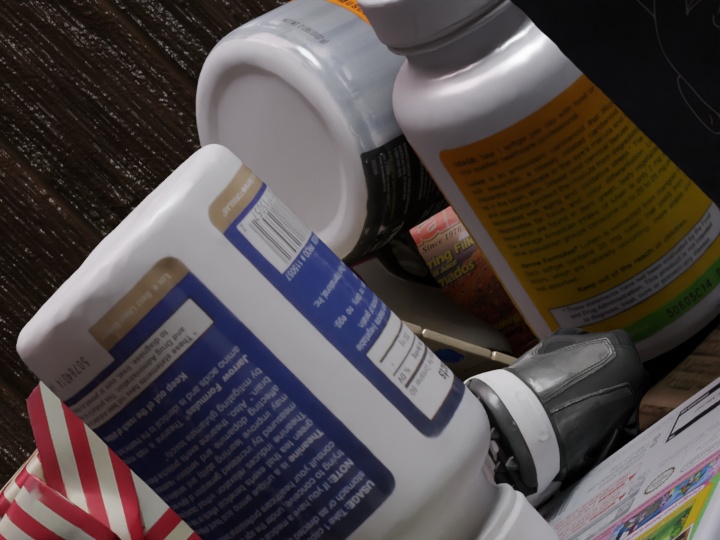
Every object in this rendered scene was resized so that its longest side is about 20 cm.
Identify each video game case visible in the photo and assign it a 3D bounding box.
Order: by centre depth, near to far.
[{"bbox_3d":[0.079,0.119,1.035,0.200,0.022,0.182,-40,8,36],"label":"video game case"}]

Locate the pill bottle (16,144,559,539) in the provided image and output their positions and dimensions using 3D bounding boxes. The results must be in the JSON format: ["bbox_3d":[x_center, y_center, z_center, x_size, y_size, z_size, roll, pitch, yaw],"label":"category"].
[{"bbox_3d":[-0.023,0.059,1.057,0.111,0.200,0.111,-44,6,6],"label":"pill bottle"}]

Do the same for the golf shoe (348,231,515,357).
[{"bbox_3d":[0.000,0.000,1.390,0.077,0.199,0.088,18,-85,-54],"label":"golf shoe"}]

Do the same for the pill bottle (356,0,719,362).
[{"bbox_3d":[0.083,-0.063,1.251,0.111,0.200,0.111,-29,23,13],"label":"pill bottle"}]

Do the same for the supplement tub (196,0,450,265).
[{"bbox_3d":[0.028,-0.093,1.359,0.200,0.123,0.122,-31,-4,-38],"label":"supplement tub"}]

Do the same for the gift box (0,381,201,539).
[{"bbox_3d":[-0.096,0.124,1.407,0.200,0.184,0.187,-52,4,9],"label":"gift box"}]

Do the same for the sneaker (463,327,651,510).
[{"bbox_3d":[0.076,0.070,1.195,0.090,0.067,0.200,-28,-9,-14],"label":"sneaker"}]

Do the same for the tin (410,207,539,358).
[{"bbox_3d":[0.053,0.013,1.429,0.199,0.112,0.042,-30,-27,18],"label":"tin"}]

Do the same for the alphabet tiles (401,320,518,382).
[{"bbox_3d":[0.002,0.042,1.306,0.166,0.199,0.006,148,139,-69],"label":"alphabet tiles"}]

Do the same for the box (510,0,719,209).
[{"bbox_3d":[0.190,-0.116,0.994,0.200,0.197,0.124,-41,6,36],"label":"box"}]
